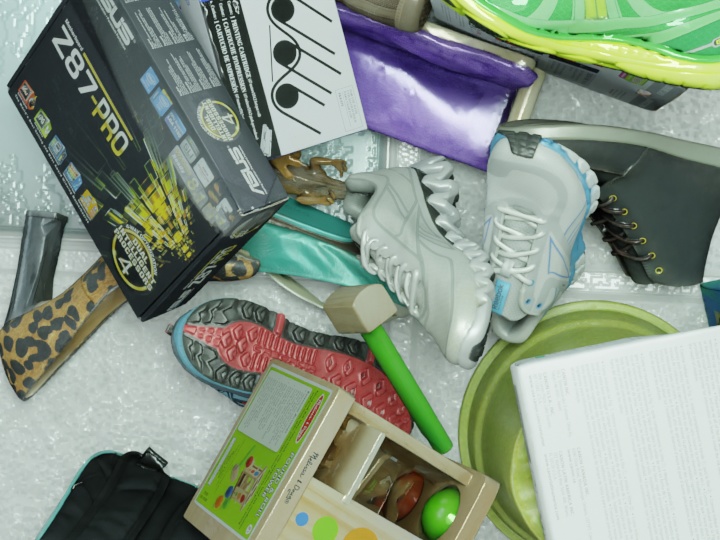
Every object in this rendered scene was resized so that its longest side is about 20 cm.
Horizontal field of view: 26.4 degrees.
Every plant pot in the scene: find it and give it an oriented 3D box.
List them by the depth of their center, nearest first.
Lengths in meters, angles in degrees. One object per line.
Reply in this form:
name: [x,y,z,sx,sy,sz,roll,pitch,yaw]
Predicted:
plant pot: [0.166,0.124,1.055,0.200,0.184,0.201,0,91,5]

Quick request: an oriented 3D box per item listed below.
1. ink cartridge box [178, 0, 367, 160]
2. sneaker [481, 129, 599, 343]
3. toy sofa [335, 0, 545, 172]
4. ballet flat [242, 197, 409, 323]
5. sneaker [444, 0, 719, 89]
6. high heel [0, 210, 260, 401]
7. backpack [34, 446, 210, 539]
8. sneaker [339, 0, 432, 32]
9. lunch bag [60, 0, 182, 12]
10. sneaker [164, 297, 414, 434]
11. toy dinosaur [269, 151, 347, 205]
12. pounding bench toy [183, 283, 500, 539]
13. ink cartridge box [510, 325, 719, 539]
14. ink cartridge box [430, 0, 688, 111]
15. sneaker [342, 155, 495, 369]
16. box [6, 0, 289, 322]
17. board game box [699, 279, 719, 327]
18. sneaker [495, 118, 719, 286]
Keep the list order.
ink cartridge box: [-0.068,-0.176,1.011,0.094,0.044,0.201,-19,102,-21]
sneaker: [0.112,-0.014,1.033,0.075,0.200,0.087,20,64,21]
toy sofa: [0.026,-0.138,1.104,0.200,0.098,0.083,20,92,3]
ballet flat: [0.000,0.000,1.133,0.200,0.067,0.071,17,117,4]
sneaker: [0.135,-0.164,0.899,0.199,0.074,0.084,12,101,-5]
high heel: [-0.171,0.036,1.130,0.199,0.071,0.143,7,85,20]
backpack: [-0.158,0.241,1.074,0.175,0.200,0.154,23,113,3]
sneaker: [0.036,-0.249,1.069,0.075,0.071,0.200,19,48,4]
lunch bag: [-0.125,-0.221,1.092,0.161,0.082,0.201,16,90,39]
sneaker: [-0.050,0.074,1.127,0.200,0.095,0.079,30,75,-21]
toy dinosaur: [-0.076,-0.080,1.122,0.200,0.106,0.061,25,99,-3]
pounding bench toy: [0.011,0.127,1.033,0.156,0.124,0.200,32,82,-23]
ink cartridge box: [0.205,0.116,0.940,0.199,0.050,0.161,-11,90,0]
ink cartridge box: [0.143,-0.181,1.042,0.175,0.200,0.084,22,94,3]
sneaker: [0.038,-0.005,1.039,0.081,0.200,0.075,1,126,-15]
box: [-0.147,-0.088,1.027,0.161,0.049,0.200,-39,77,45]
board game box: [0.281,0.081,1.038,0.045,0.200,0.153,-13,91,3]
sneaker: [0.179,-0.046,1.073,0.200,0.075,0.107,7,96,-27]
